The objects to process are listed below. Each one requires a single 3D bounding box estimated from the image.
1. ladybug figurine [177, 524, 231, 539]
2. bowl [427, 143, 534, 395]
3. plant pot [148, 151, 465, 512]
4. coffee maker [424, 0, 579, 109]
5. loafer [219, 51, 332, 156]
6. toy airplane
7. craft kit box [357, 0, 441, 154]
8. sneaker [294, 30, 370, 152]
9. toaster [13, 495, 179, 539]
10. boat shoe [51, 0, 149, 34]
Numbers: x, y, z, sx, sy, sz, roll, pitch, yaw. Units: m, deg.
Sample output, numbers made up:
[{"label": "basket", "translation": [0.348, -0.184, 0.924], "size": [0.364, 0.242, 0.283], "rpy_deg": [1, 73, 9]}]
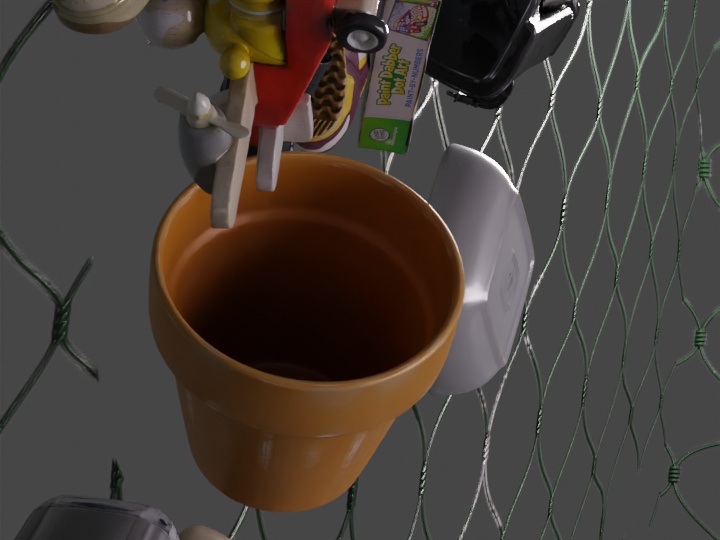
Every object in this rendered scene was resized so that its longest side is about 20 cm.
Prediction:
[{"label": "ladybug figurine", "translation": [-0.103, 0.276, 1.513], "size": [0.136, 0.072, 0.201], "rpy_deg": [-34, 129, -68]}, {"label": "bowl", "translation": [0.108, 0.005, 2.078], "size": [0.200, 0.074, 0.201], "rpy_deg": [70, 33, -55]}, {"label": "plant pot", "translation": [-0.044, 0.056, 1.448], "size": [0.184, 0.199, 0.201], "rpy_deg": [101, 9, -47]}, {"label": "coffee maker", "translation": [0.115, -0.213, 1.905], "size": [0.200, 0.134, 0.193], "rpy_deg": [-38, 134, -65]}, {"label": "loafer", "translation": [-0.055, -0.137, 1.494], "size": [0.068, 0.070, 0.202], "rpy_deg": [-38, 133, -65]}, {"label": "toy airplane", "translation": [-0.073, -0.141, 1.363], "size": [0.200, 0.140, 0.200], "rpy_deg": [-122, -132, -71]}, {"label": "craft kit box", "translation": [0.037, -0.225, 1.656], "size": [0.198, 0.048, 0.201], "rpy_deg": [107, -9, -56]}, {"label": "sneaker", "translation": [-0.023, -0.186, 1.597], "size": [0.090, 0.075, 0.201], "rpy_deg": [56, 48, -80]}, {"label": "toaster", "translation": [-0.158, 0.219, 1.255], "size": [0.129, 0.113, 0.201], "rpy_deg": [-68, 156, -49]}, {"label": "boat shoe", "translation": [-0.121, -0.226, 1.244], "size": [0.065, 0.071, 0.201], "rpy_deg": [75, 30, -53]}]
